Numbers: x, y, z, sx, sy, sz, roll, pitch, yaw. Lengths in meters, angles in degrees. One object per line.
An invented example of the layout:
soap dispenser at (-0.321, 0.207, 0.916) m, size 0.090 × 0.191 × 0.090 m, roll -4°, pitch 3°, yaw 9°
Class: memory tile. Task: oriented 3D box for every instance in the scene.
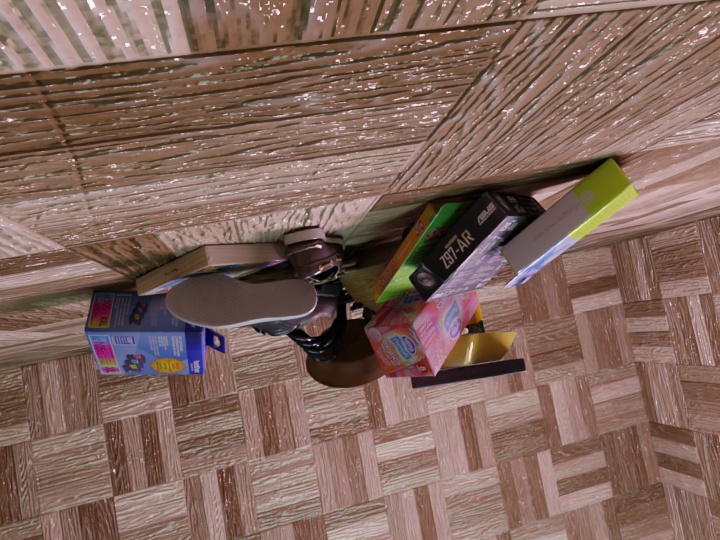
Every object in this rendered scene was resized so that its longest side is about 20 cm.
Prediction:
memory tile at (-0.103, 0.007, 0.894) m, size 0.148 × 0.017 × 0.199 m, roll -1°, pitch -171°, yaw 26°

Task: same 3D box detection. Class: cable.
cable at (-0.095, 0.072, 1.062) m, size 0.160 × 0.203 × 0.051 m, roll 31°, pitch 131°, yaw -14°

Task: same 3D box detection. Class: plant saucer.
plant saucer at (-0.016, 0.149, 1.080) m, size 0.192 × 0.037 × 0.202 m, roll -9°, pitch -151°, yaw 5°
plant saucer at (0.165, 0.154, 1.011) m, size 0.196 × 0.050 × 0.197 m, roll -18°, pitch 165°, yaw 37°

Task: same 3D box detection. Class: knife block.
knife block at (0.000, 0.000, 0.997) m, size 0.064 × 0.172 × 0.203 m, roll -50°, pitch 157°, yaw -32°

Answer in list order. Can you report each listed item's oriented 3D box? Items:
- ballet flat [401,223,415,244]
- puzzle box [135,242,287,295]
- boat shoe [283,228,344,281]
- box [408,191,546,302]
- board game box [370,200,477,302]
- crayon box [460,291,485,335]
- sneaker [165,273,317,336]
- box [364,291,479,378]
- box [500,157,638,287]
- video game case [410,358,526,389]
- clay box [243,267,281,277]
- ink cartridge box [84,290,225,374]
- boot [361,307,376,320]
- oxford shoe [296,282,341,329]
ballet flat at (0.139, -0.041, 0.878) m, size 0.194 × 0.070 × 0.068 m, roll -4°, pitch -148°, yaw -33°
puzzle box at (-0.210, -0.001, 0.771) m, size 0.196 × 0.026 × 0.131 m, roll -17°, pitch 174°, yaw 42°
boat shoe at (-0.058, -0.015, 0.775) m, size 0.069 × 0.062 × 0.200 m, roll -12°, pitch 175°, yaw 6°
box at (0.173, -0.033, 0.776) m, size 0.197 × 0.044 × 0.161 m, roll -8°, pitch 144°, yaw -54°
board game box at (0.094, -0.029, 0.769) m, size 0.093 × 0.031 × 0.201 m, roll -9°, pitch 148°, yaw -36°
crayon box at (0.163, 0.042, 1.082) m, size 0.122 × 0.208 × 0.051 m, roll -13°, pitch 178°, yaw 27°
sneaker at (-0.159, 0.056, 0.747) m, size 0.192 × 0.073 × 0.100 m, roll 0°, pitch 157°, yaw -13°
box at (0.106, 0.074, 0.898) m, size 0.100 × 0.097 × 0.200 m, roll -12°, pitch -157°, yaw 39°
box at (0.273, -0.058, 0.743) m, size 0.199 × 0.048 × 0.121 m, roll -43°, pitch 161°, yaw 25°
video game case at (0.198, 0.187, 1.007) m, size 0.193 × 0.026 × 0.181 m, roll -11°, pitch 168°, yaw 12°
clay box at (-0.240, 0.040, 1.019) m, size 0.113 × 0.049 × 0.197 m, roll -7°, pitch 172°, yaw -44°
ink cartridge box at (-0.310, 0.100, 0.863) m, size 0.192 × 0.078 × 0.138 m, roll 0°, pitch 143°, yaw -14°
boot at (0.064, 0.024, 1.074) m, size 0.066 × 0.136 × 0.197 m, roll -8°, pitch 174°, yaw -37°
oxford shoe at (-0.118, 0.060, 0.946) m, size 0.195 × 0.088 × 0.072 m, roll 6°, pitch -177°, yaw -35°
